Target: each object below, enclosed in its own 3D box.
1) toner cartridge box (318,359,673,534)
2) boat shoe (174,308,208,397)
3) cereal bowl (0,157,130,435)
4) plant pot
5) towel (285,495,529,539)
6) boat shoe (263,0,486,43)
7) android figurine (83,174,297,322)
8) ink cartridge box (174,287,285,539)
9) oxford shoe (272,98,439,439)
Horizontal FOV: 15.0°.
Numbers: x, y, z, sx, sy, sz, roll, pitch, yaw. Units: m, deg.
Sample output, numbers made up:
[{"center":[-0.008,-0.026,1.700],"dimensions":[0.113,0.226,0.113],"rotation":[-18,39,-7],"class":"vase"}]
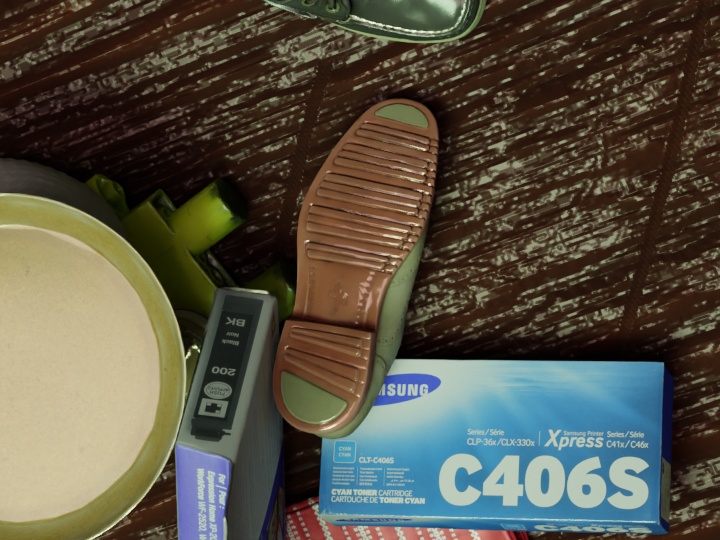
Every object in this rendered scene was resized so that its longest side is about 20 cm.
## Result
[{"center":[0.078,0.101,1.587],"dimensions":[0.200,0.043,0.095],"rotation":[0,75,13],"class":"toner cartridge box"},{"center":[-0.162,0.099,1.601],"dimensions":[0.200,0.076,0.072],"rotation":[-39,95,19],"class":"boat shoe"},{"center":[-0.231,0.025,1.578],"dimensions":[0.200,0.083,0.200],"rotation":[-12,67,29],"class":"cereal bowl"},{"center":[-0.191,0.057,1.501],"dimensions":[0.200,0.027,0.200],"rotation":[0,92,8],"class":"plant pot"},{"center":[0.014,0.194,1.664],"dimensions":[0.200,0.022,0.145],"rotation":[-21,101,19],"class":"towel"},{"center":[-0.029,-0.173,1.533],"dimensions":[0.201,0.066,0.072],"rotation":[22,110,5],"class":"boat shoe"},{"center":[-0.131,0.036,1.637],"dimensions":[0.200,0.041,0.182],"rotation":[-38,96,20],"class":"android figurine"},{"center":[-0.075,0.146,1.526],"dimensions":[0.043,0.200,0.198],"rotation":[3,125,5],"class":"ink cartridge box"},{"center":[0.000,0.000,1.570],"dimensions":[0.071,0.074,0.200],"rotation":[17,82,17],"class":"oxford shoe"}]
